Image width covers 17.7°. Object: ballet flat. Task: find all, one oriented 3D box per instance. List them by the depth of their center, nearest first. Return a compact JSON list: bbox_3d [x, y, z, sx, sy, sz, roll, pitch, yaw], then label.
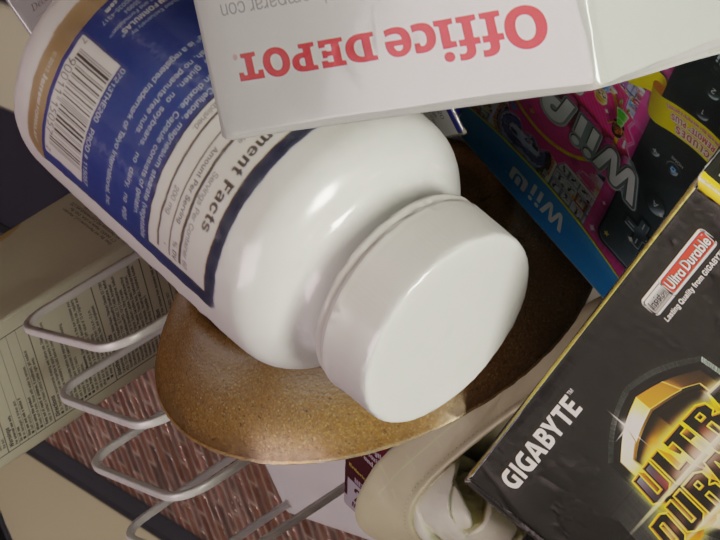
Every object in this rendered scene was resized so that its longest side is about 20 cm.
[{"bbox_3d":[0.066,0.081,1.005,0.070,0.069,0.200,52,125,10],"label":"ballet flat"}]

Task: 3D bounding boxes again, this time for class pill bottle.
[{"bbox_3d":[-0.033,-0.034,0.881,0.200,0.111,0.111,40,149,31],"label":"pill bottle"}]

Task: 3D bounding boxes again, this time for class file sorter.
[{"bbox_3d":[-0.080,0.089,1.298,0.138,0.124,0.201,9,127,58],"label":"file sorter"}]

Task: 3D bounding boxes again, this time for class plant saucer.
[{"bbox_3d":[0.000,0.000,0.969,0.200,0.200,0.036,24,145,49],"label":"plant saucer"}]

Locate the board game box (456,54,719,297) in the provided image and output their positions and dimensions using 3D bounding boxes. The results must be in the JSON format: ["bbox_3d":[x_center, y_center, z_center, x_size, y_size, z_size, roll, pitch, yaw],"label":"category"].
[{"bbox_3d":[0.106,-0.086,0.851,0.148,0.064,0.200,49,154,18],"label":"board game box"}]

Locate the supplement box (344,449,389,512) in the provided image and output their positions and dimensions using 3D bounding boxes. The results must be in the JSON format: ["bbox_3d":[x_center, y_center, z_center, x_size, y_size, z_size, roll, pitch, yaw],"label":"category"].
[{"bbox_3d":[0.048,0.072,1.129,0.109,0.061,0.201,41,148,30],"label":"supplement box"}]

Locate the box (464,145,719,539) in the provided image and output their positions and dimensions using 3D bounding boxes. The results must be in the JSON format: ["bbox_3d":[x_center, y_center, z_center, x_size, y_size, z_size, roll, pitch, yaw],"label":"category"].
[{"bbox_3d":[0.145,0.063,0.825,0.159,0.049,0.200,38,139,4],"label":"box"}]

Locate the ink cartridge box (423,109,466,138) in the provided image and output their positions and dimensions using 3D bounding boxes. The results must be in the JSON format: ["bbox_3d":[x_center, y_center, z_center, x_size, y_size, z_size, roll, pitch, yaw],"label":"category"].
[{"bbox_3d":[-0.017,-0.092,0.953,0.095,0.037,0.200,63,156,-10],"label":"ink cartridge box"}]

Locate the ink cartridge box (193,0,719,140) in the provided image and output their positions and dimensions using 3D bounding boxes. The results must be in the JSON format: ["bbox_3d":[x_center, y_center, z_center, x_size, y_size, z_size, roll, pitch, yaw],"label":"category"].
[{"bbox_3d":[0.033,-0.153,0.695,0.145,0.144,0.201,-5,102,39],"label":"ink cartridge box"}]

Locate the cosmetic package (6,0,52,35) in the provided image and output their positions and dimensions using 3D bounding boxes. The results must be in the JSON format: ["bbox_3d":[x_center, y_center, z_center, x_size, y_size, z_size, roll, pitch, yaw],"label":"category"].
[{"bbox_3d":[-0.128,-0.143,1.138,0.201,0.071,0.101,56,-169,6],"label":"cosmetic package"}]

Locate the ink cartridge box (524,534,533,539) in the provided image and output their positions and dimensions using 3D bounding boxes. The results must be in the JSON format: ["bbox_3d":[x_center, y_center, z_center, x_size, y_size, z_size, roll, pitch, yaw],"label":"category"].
[{"bbox_3d":[0.130,0.200,1.030,0.201,0.083,0.146,58,-172,-1],"label":"ink cartridge box"}]

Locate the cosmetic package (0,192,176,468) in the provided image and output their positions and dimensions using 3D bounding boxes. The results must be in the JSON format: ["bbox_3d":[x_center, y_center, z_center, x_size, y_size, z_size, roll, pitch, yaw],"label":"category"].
[{"bbox_3d":[-0.207,0.044,1.382,0.071,0.199,0.106,33,145,40],"label":"cosmetic package"}]
